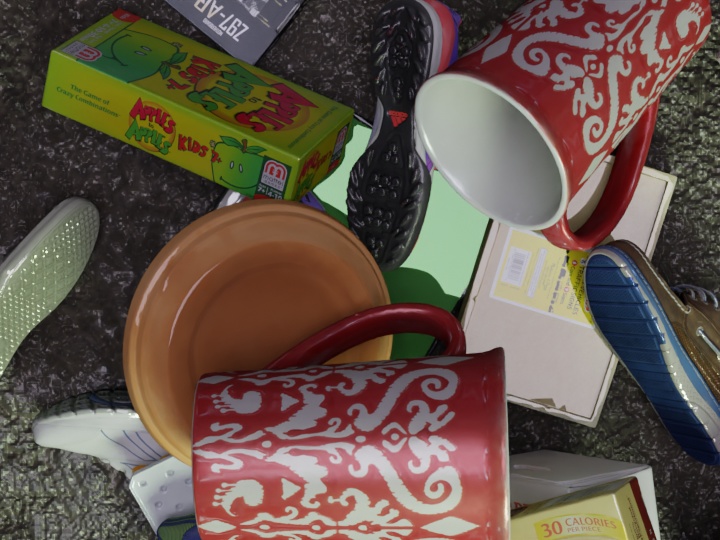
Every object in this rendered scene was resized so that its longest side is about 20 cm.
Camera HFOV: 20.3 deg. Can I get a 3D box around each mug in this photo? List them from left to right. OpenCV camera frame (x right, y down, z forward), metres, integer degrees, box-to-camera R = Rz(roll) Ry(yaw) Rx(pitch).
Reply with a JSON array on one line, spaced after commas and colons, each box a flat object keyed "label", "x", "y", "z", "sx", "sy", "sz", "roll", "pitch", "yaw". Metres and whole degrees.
[{"label": "mug", "x": -0.004, "y": 0.113, "z": 1.326, "sx": 0.198, "sy": 0.178, "sz": 0.135, "roll": -2, "pitch": 110, "yaw": 2}, {"label": "mug", "x": 0.150, "y": -0.129, "z": 1.443, "sx": 0.133, "sy": 0.178, "sz": 0.200, "roll": 31, "pitch": 60, "yaw": 24}]

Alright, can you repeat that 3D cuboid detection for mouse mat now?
[{"label": "mouse mat", "x": 0.000, "y": 0.000, "z": 1.531, "sx": 0.160, "sy": 0.008, "sz": 0.201, "roll": 32, "pitch": 95, "yaw": -2}]

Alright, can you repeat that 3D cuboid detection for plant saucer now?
[{"label": "plant saucer", "x": -0.065, "y": 0.052, "z": 1.391, "sx": 0.199, "sy": 0.037, "sz": 0.202, "roll": -7, "pitch": 107, "yaw": -22}]

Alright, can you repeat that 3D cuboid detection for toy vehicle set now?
[{"label": "toy vehicle set", "x": 0.148, "y": 0.005, "z": 1.517, "sx": 0.123, "sy": 0.027, "sz": 0.201, "roll": 18, "pitch": 95, "yaw": -4}]

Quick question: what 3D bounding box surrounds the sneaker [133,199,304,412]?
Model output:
[{"label": "sneaker", "x": -0.065, "y": 0.054, "z": 1.449, "sx": 0.115, "sy": 0.081, "sz": 0.200, "roll": 35, "pitch": 89, "yaw": -20}]

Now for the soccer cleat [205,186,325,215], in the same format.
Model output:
[{"label": "soccer cleat", "x": -0.103, "y": 0.014, "z": 1.500, "sx": 0.073, "sy": 0.068, "sz": 0.201, "roll": 32, "pitch": 92, "yaw": 6}]

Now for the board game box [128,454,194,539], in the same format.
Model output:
[{"label": "board game box", "x": -0.043, "y": 0.185, "z": 1.505, "sx": 0.199, "sy": 0.026, "sz": 0.201, "roll": -25, "pitch": 115, "yaw": 2}]

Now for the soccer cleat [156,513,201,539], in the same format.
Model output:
[{"label": "soccer cleat", "x": -0.105, "y": 0.262, "z": 1.491, "sx": 0.083, "sy": 0.065, "sz": 0.202, "roll": 5, "pitch": 121, "yaw": 21}]

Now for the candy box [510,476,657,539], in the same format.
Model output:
[{"label": "candy box", "x": 0.111, "y": 0.224, "z": 1.380, "sx": 0.199, "sy": 0.055, "sz": 0.116, "roll": -19, "pitch": 88, "yaw": 28}]

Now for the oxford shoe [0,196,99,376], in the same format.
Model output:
[{"label": "oxford shoe", "x": -0.271, "y": 0.022, "z": 1.509, "sx": 0.058, "sy": 0.075, "sz": 0.200, "roll": 39, "pitch": 93, "yaw": 33}]

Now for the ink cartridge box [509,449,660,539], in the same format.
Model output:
[{"label": "ink cartridge box", "x": 0.153, "y": 0.239, "z": 1.472, "sx": 0.082, "sy": 0.146, "sz": 0.202, "roll": -10, "pitch": 95, "yaw": -29}]

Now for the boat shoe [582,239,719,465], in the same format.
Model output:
[{"label": "boat shoe", "x": 0.232, "y": 0.048, "z": 1.493, "sx": 0.072, "sy": 0.072, "sz": 0.201, "roll": -44, "pitch": 119, "yaw": -24}]

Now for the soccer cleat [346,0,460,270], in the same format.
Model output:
[{"label": "soccer cleat", "x": 0.039, "y": -0.099, "z": 1.485, "sx": 0.068, "sy": 0.073, "sz": 0.202, "roll": 13, "pitch": 102, "yaw": 32}]

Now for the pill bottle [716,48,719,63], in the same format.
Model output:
[{"label": "pill bottle", "x": 0.360, "y": -0.117, "z": 1.466, "sx": 0.200, "sy": 0.114, "sz": 0.114, "roll": 44, "pitch": 94, "yaw": -3}]

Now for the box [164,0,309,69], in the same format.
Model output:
[{"label": "box", "x": -0.108, "y": -0.272, "z": 1.491, "sx": 0.200, "sy": 0.044, "sz": 0.161, "roll": 38, "pitch": 94, "yaw": -3}]

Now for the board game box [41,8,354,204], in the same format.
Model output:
[{"label": "board game box", "x": -0.116, "y": -0.117, "z": 1.448, "sx": 0.199, "sy": 0.102, "sz": 0.048, "roll": 24, "pitch": 121, "yaw": 12}]

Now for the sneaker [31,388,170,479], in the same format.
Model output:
[{"label": "sneaker", "x": -0.149, "y": 0.137, "z": 1.513, "sx": 0.198, "sy": 0.075, "sz": 0.088, "roll": 6, "pitch": 100, "yaw": 0}]
